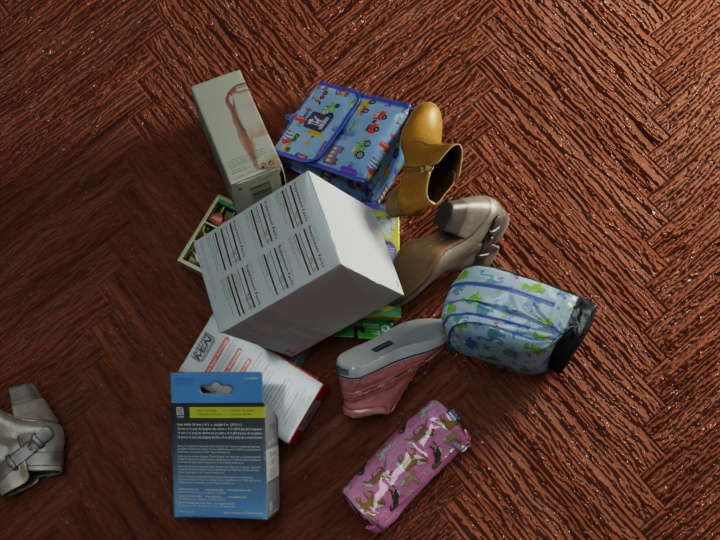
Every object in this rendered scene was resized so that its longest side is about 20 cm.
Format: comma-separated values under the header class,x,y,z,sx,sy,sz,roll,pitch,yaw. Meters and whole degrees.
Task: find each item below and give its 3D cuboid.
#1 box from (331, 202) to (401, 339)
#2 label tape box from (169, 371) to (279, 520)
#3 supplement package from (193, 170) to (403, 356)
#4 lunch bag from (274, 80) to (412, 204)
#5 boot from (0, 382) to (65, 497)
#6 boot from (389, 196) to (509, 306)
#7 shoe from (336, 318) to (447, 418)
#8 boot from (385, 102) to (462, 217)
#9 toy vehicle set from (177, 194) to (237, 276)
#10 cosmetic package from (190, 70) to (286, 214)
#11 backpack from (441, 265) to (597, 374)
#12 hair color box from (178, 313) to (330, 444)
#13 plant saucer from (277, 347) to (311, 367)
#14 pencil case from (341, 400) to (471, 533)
class,x,y,z,sx,sy,sz,roll,pitch,yaw
box,0.000,0.000,1.626,0.115,0.048,0.203,4,76,-16
label tape box,-0.189,0.241,1.526,0.142,0.063,0.204,-1,90,15
supplement package,-0.083,-0.003,1.498,0.198,0.191,0.149,-29,65,19
lunch bag,-0.032,-0.207,1.711,0.198,0.094,0.152,23,71,22
boot,-0.530,0.256,1.585,0.197,0.070,0.148,-19,73,-3
boot,0.135,-0.022,1.600,0.201,0.145,0.070,-54,52,20
shoe,0.053,0.142,1.588,0.198,0.092,0.071,-21,30,-29
boot,0.109,-0.171,1.595,0.070,0.144,0.204,27,70,-22
toy vehicle set,-0.165,-0.023,1.669,0.198,0.027,0.125,24,74,17
cosmetic package,-0.186,-0.194,1.684,0.086,0.104,0.202,-21,62,-8
backpack,0.214,0.070,1.545,0.199,0.164,0.154,34,72,12
hair color box,-0.154,0.159,1.589,0.198,0.061,0.102,31,86,13
plant saucer,-0.077,0.051,1.652,0.069,0.019,0.202,27,76,13
pencil case,0.064,0.275,1.531,0.200,0.086,0.083,-43,104,-10
